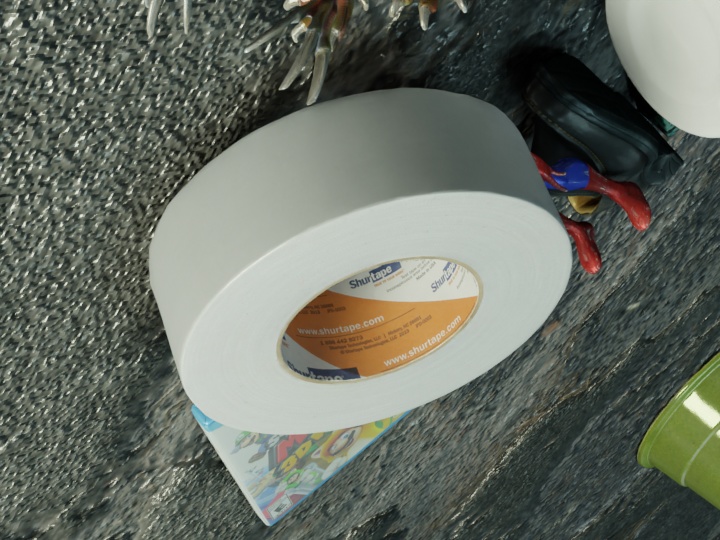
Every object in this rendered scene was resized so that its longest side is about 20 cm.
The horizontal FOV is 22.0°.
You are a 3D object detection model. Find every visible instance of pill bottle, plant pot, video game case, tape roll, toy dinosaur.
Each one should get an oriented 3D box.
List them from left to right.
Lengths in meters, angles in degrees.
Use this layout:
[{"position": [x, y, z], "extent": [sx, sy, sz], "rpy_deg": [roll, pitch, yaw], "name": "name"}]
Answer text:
[{"position": [-0.037, -0.150, 0.721], "extent": [0.181, 0.105, 0.200], "rpy_deg": [45, 54, -54], "name": "toy dinosaur"}, {"position": [-0.024, 0.080, 1.145], "extent": [0.143, 0.018, 0.200], "rpy_deg": [-39, 156, -9], "name": "video game case"}, {"position": [0.000, 0.000, 0.911], "extent": [0.200, 0.066, 0.200], "rpy_deg": [-15, 148, -9], "name": "tape roll"}, {"position": [0.402, 0.180, 1.771], "extent": [0.200, 0.190, 0.200], "rpy_deg": [-35, 154, -20], "name": "plant pot"}, {"position": [0.233, -0.157, 0.957], "extent": [0.200, 0.111, 0.111], "rpy_deg": [-29, 153, -25], "name": "pill bottle"}]

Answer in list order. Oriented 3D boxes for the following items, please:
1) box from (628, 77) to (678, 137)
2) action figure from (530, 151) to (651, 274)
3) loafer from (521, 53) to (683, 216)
[{"position": [0.211, -0.171, 1.076], "extent": [0.144, 0.036, 0.200], "rpy_deg": [-43, 155, -2], "name": "box"}, {"position": [0.071, -0.049, 0.987], "extent": [0.200, 0.052, 0.065], "rpy_deg": [21, 133, -36], "name": "action figure"}, {"position": [0.131, -0.069, 1.080], "extent": [0.072, 0.073, 0.200], "rpy_deg": [-43, 156, 11], "name": "loafer"}]
